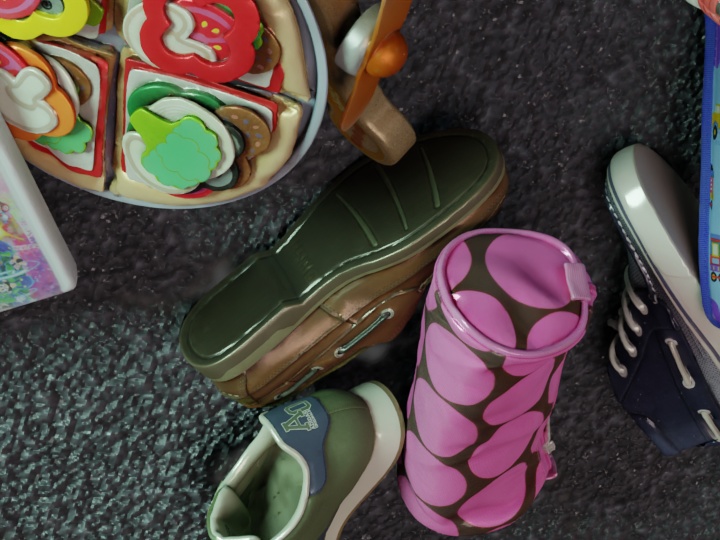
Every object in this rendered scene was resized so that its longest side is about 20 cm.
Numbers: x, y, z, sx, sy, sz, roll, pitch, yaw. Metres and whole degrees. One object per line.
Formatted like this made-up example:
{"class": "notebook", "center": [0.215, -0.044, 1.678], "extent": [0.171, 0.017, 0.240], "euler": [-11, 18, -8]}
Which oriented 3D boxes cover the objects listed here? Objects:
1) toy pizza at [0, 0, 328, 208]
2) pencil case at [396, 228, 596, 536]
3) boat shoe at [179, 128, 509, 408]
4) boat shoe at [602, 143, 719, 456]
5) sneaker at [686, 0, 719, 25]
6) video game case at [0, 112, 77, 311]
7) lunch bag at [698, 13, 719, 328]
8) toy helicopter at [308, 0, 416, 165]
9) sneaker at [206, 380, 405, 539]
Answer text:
{"class": "toy pizza", "center": [-0.112, -0.098, 0.913], "extent": [0.199, 0.032, 0.201], "euler": [11, 136, 11]}
{"class": "pencil case", "center": [0.073, 0.060, 1.087], "extent": [0.093, 0.091, 0.200], "euler": [2, 146, -4]}
{"class": "boat shoe", "center": [0.000, 0.000, 1.074], "extent": [0.199, 0.072, 0.068], "euler": [-33, 134, 14]}
{"class": "boat shoe", "center": [0.168, 0.025, 1.154], "extent": [0.092, 0.075, 0.200], "euler": [-23, 115, 27]}
{"class": "sneaker", "center": [0.216, -0.215, 1.003], "extent": [0.200, 0.082, 0.078], "euler": [-46, 148, -9]}
{"class": "video game case", "center": [-0.251, -0.043, 0.942], "extent": [0.181, 0.024, 0.201], "euler": [-17, 128, 6]}
{"class": "lunch bag", "center": [0.241, -0.040, 1.034], "extent": [0.094, 0.150, 0.201], "euler": [8, 93, -34]}
{"class": "toy helicopter", "center": [-0.014, -0.111, 0.953], "extent": [0.079, 0.132, 0.200], "euler": [-52, 143, -13]}
{"class": "sneaker", "center": [-0.054, 0.145, 1.129], "extent": [0.090, 0.067, 0.201], "euler": [-3, 130, -43]}
